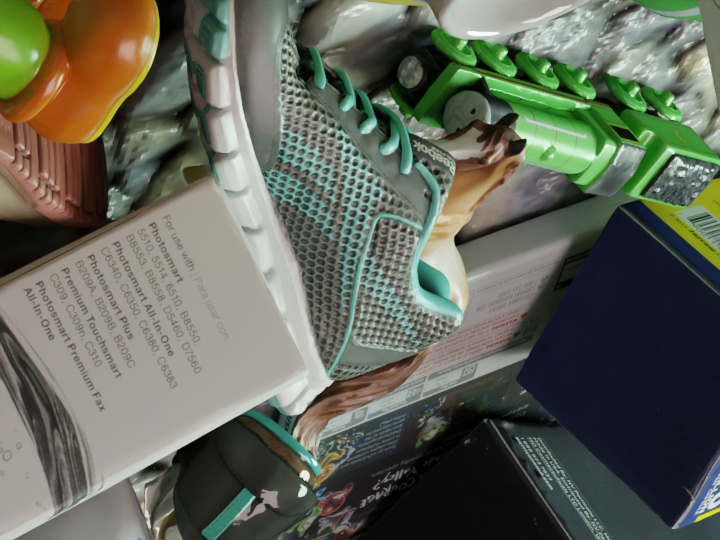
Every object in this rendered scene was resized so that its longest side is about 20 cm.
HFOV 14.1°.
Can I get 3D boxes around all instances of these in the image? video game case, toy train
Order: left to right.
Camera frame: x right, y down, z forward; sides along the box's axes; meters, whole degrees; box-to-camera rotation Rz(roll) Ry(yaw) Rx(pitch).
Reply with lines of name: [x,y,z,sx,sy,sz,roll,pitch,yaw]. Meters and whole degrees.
video game case: [0.045,0.050,1.370,0.199,0.023,0.182,-20,145,-31]
toy train: [0.086,-0.060,1.231,0.199,0.056,0.042,8,126,-53]

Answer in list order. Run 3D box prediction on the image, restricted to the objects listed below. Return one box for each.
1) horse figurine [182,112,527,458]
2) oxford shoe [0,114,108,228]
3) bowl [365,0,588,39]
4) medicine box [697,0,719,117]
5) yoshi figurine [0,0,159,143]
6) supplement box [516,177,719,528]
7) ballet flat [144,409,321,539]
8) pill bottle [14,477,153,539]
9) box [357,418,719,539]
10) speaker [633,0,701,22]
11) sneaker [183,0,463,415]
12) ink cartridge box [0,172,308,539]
horse figurine: [0.000,0.000,1.194,0.132,0.050,0.200,-12,145,-6]
oxford shoe: [-0.147,-0.055,0.996,0.073,0.071,0.200,-13,161,18]
bowl: [0.041,-0.142,0.962,0.199,0.108,0.200,-23,165,-6]
medicine box: [0.215,-0.162,1.088,0.181,0.103,0.201,-18,101,-32]
yoshi figurine: [-0.152,-0.115,0.833,0.199,0.113,0.112,16,168,-24]
supplement box: [0.188,0.028,1.374,0.199,0.109,0.109,-15,141,-50]
ballet flat: [-0.058,0.092,1.215,0.068,0.068,0.200,-50,178,-5]
pill bottle: [-0.132,0.150,1.219,0.113,0.114,0.200,-32,149,-12]
box: [0.079,0.181,1.455,0.200,0.124,0.198,-45,156,23]
speaker: [0.175,-0.134,1.201,0.199,0.089,0.089,7,127,-51]
sneaker: [-0.011,-0.042,1.080,0.091,0.078,0.201,-14,127,-3]
ink cartridge box: [-0.134,0.053,1.058,0.199,0.085,0.146,-27,-179,-18]
